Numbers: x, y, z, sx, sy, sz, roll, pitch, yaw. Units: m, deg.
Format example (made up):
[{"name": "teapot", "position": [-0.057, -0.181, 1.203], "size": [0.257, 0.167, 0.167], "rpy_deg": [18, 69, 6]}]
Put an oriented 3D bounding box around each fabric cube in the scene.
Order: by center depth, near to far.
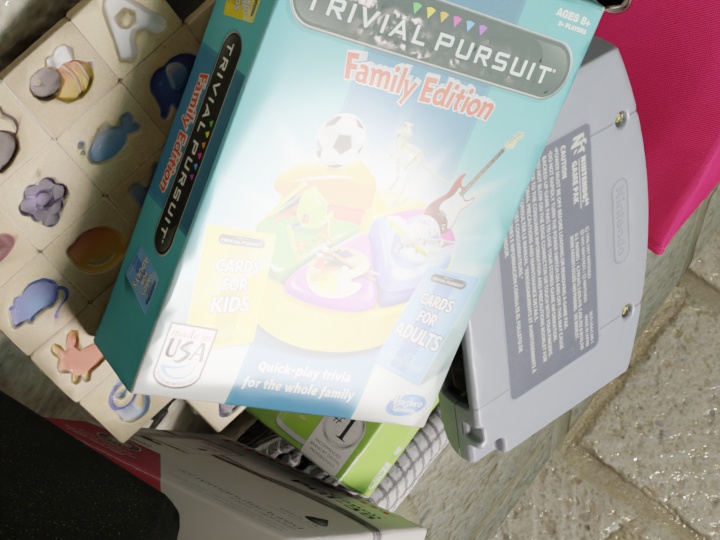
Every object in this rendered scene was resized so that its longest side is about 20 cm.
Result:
[{"name": "fabric cube", "position": [0.181, -0.175, 0.871], "size": [0.200, 0.196, 0.200], "rpy_deg": [-43, 162, -36]}]

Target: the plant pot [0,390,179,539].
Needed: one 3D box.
[{"name": "plant pot", "position": [-0.178, 0.145, 0.527], "size": [0.201, 0.198, 0.177], "rpy_deg": [-63, 172, 26]}]

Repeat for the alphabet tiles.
[{"name": "alphabet tiles", "position": [-0.074, -0.021, 0.584], "size": [0.166, 0.006, 0.200], "rpy_deg": [-42, 131, -5]}]

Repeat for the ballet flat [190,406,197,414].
[{"name": "ballet flat", "position": [-0.027, 0.034, 0.925], "size": [0.200, 0.063, 0.068], "rpy_deg": [-44, 160, -32]}]

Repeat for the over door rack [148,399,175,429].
[{"name": "over door rack", "position": [-0.167, 0.153, 0.762], "size": [0.147, 0.066, 0.201], "rpy_deg": [-28, 149, -58]}]

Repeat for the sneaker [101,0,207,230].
[{"name": "sneaker", "position": [-0.051, -0.042, 0.652], "size": [0.108, 0.067, 0.201], "rpy_deg": [-54, 144, 4]}]

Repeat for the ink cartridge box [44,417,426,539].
[{"name": "ink cartridge box", "position": [-0.070, 0.139, 0.708], "size": [0.083, 0.145, 0.200], "rpy_deg": [-69, 158, 0]}]

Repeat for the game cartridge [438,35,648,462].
[{"name": "game cartridge", "position": [0.091, -0.011, 0.726], "size": [0.133, 0.041, 0.202], "rpy_deg": [-32, 130, -31]}]

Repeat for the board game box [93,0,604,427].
[{"name": "board game box", "position": [-0.004, -0.039, 0.583], "size": [0.150, 0.047, 0.202], "rpy_deg": [10, 110, -36]}]

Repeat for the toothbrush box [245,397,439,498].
[{"name": "toothbrush box", "position": [0.000, 0.000, 0.793], "size": [0.201, 0.145, 0.086], "rpy_deg": [-52, 162, -6]}]

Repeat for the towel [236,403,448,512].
[{"name": "towel", "position": [-0.034, 0.124, 0.946], "size": [0.199, 0.086, 0.166], "rpy_deg": [-31, -171, 38]}]
